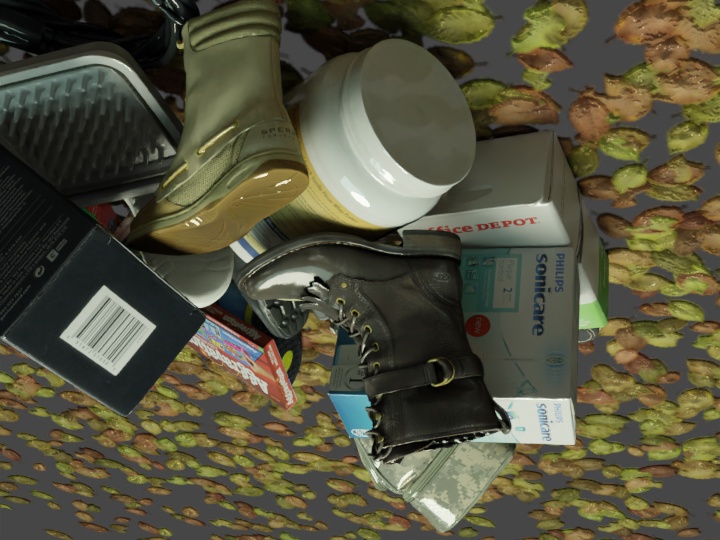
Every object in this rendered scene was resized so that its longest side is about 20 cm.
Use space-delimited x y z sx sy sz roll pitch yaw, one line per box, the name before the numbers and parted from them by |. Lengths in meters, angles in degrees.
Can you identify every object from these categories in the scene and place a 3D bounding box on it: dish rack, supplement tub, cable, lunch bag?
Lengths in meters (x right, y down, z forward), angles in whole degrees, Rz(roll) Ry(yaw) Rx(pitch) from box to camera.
dish rack | -0.247 -0.121 0.883 0.199 0.044 0.172 -9 145 16
supplement tub | -0.017 -0.089 0.859 0.144 0.145 0.200 32 143 -29
cable | -0.211 -0.225 0.812 0.199 0.051 0.163 16 140 -16
lunch bag | 0.069 0.179 1.190 0.168 0.140 0.200 40 -173 0

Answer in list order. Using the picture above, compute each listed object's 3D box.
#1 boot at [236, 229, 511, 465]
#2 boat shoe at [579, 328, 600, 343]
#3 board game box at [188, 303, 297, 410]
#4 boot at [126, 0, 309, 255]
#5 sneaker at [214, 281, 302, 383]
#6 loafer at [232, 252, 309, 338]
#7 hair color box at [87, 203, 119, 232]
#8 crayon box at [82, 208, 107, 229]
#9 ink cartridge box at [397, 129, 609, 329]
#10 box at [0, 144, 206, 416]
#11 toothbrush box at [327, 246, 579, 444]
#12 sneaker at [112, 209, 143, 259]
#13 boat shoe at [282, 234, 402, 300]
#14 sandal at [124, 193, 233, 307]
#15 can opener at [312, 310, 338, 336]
boot | 0.008 0.061 0.806 0.199 0.175 0.069 -6 162 -3
boat shoe | 0.154 0.057 1.103 0.199 0.063 0.073 12 148 0
board game box | -0.155 0.076 1.170 0.199 0.019 0.103 27 148 37
boot | -0.121 -0.105 0.814 0.072 0.156 0.200 5 159 -40
sneaker | -0.124 0.075 1.231 0.078 0.066 0.200 14 151 23
loafer | -0.106 -0.027 1.018 0.070 0.068 0.202 7 126 49
hair color box | -0.322 -0.085 1.043 0.101 0.062 0.200 3 147 12
crayon box | -0.326 0.000 1.058 0.199 0.059 0.119 -7 141 31
ink cartridge box | 0.134 -0.027 0.960 0.145 0.084 0.200 -6 144 25
box | -0.247 0.001 0.840 0.200 0.107 0.148 32 170 38
toothbrush box | 0.085 0.063 0.896 0.199 0.147 0.085 1 146 15
sneaker | -0.230 0.023 1.127 0.079 0.078 0.201 32 142 14
boat shoe | 0.000 0.000 1.000 0.199 0.073 0.065 0 179 -30
sandal | -0.172 -0.037 0.962 0.082 0.203 0.050 -11 142 -24
can opener | -0.027 0.017 1.130 0.067 0.053 0.200 -27 141 -1
